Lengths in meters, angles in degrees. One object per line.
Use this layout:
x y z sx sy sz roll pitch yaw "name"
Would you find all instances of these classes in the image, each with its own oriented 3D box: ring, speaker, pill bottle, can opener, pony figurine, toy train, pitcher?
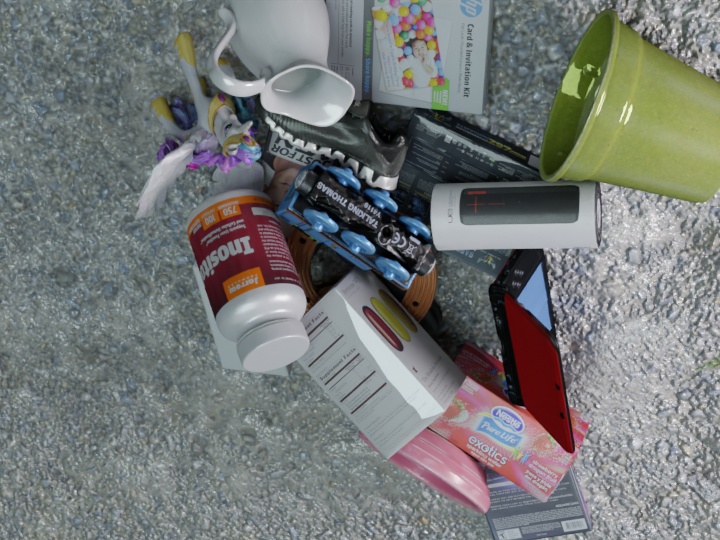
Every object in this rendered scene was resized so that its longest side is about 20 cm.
0.000 0.000 1.764 0.198 0.019 0.203 5 116 10 "ring"
0.184 -0.065 1.648 0.198 0.081 0.082 0 116 16 "speaker"
-0.130 0.012 1.664 0.113 0.112 0.202 -36 62 28 "pill bottle"
0.029 0.003 1.800 0.066 0.053 0.201 -26 107 23 "can opener"
-0.193 -0.160 1.704 0.165 0.201 0.194 0 136 -34 "pony figurine"
-0.002 -0.054 1.668 0.199 0.087 0.114 33 166 -16 "toy train"
-0.109 -0.268 1.598 0.170 0.201 0.122 5 139 -32 "pitcher"

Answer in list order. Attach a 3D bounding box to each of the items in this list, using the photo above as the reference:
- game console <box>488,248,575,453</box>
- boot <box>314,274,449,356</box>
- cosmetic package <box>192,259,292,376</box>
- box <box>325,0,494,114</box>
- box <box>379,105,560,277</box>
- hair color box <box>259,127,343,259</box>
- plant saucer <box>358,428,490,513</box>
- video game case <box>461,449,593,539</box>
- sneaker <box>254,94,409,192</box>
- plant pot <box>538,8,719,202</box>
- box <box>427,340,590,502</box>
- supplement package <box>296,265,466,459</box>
0.231 0.085 1.679 0.118 0.173 0.201 14 138 30 "game console"
0.011 0.074 1.833 0.199 0.071 0.145 -4 115 23 "boot"
-0.146 0.045 1.830 0.100 0.075 0.201 7 139 15 "cosmetic package"
0.057 -0.275 1.659 0.198 0.041 0.158 8 118 11 "box"
0.129 -0.096 1.723 0.198 0.051 0.159 25 120 2 "box"
-0.076 -0.123 1.763 0.099 0.061 0.202 19 120 6 "hair color box"
0.093 0.251 1.856 0.199 0.201 0.051 32 80 -1 "plant saucer"
0.223 0.281 1.907 0.141 0.019 0.202 -12 111 21 "video game case"
-0.027 -0.176 1.654 0.199 0.067 0.091 28 117 -7 "sneaker"
0.324 -0.167 1.565 0.182 0.201 0.202 18 121 -7 "plant pot"
0.188 0.194 1.809 0.199 0.100 0.096 33 115 6 "box"
0.017 0.109 1.723 0.200 0.114 0.109 47 116 -1 "supplement package"
